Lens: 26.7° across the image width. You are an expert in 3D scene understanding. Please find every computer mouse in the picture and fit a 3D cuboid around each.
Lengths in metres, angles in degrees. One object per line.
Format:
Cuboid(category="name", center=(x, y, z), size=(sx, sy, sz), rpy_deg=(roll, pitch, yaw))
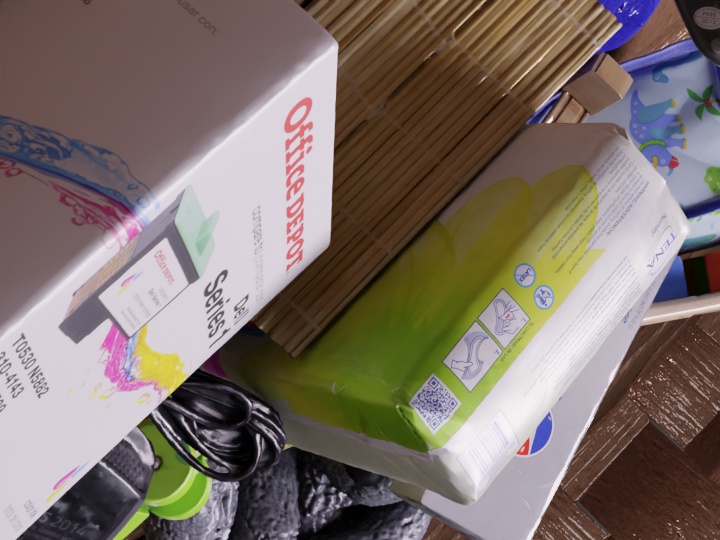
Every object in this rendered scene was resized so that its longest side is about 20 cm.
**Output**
Cuboid(category="computer mouse", center=(-0.138, 0.094, 0.622), size=(0.200, 0.053, 0.138), rpy_deg=(-47, 128, 11))

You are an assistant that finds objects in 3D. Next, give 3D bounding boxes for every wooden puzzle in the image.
Cuboid(category="wooden puzzle", center=(0.192, 0.014, 0.974), size=(0.198, 0.047, 0.185), rpy_deg=(-14, 179, -22))

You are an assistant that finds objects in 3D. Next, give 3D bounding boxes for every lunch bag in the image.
Cuboid(category="lunch bag", center=(0.148, -0.058, 0.969), size=(0.198, 0.129, 0.170), rpy_deg=(-20, 169, 11))

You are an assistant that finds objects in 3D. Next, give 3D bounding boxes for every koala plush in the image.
Cuboid(category="koala plush", center=(0.003, 0.107, 0.913), size=(0.201, 0.177, 0.184), rpy_deg=(-54, 175, 22))

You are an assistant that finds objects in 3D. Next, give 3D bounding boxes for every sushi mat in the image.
Cuboid(category="sushi mat", center=(0.007, -0.066, 0.602), size=(0.200, 0.096, 0.012), rpy_deg=(-45, -175, -13))

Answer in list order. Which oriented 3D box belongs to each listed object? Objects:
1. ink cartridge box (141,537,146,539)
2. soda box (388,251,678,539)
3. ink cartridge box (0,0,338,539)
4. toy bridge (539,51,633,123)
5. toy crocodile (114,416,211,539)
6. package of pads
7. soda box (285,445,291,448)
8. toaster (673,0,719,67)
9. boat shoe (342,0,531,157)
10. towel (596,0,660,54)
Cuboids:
Cuboid(category="ink cartridge box", center=(-0.092, 0.266, 0.946), size=(0.076, 0.200, 0.147), rpy_deg=(-55, 163, 29))
Cuboid(category="soda box", center=(0.096, 0.051, 0.831), size=(0.201, 0.068, 0.063), rpy_deg=(-62, -168, -9))
Cuboid(category="ink cartridge box", center=(-0.102, 0.000, 0.474), size=(0.200, 0.084, 0.145), rpy_deg=(-44, 165, -19))
Cuboid(category="toy bridge", center=(0.084, -0.030, 0.826), size=(0.201, 0.027, 0.067), rpy_deg=(-60, -165, -26))
Cuboid(category="toy crocodile", center=(-0.134, 0.119, 0.751), size=(0.200, 0.062, 0.068), rpy_deg=(-41, 165, -8))
Cuboid(category="package of pads", center=(0.026, 0.008, 0.642), size=(0.155, 0.068, 0.199), rpy_deg=(-48, -154, -19))
Cuboid(category="soda box", center=(0.000, 0.000, 0.803), size=(0.201, 0.064, 0.068), rpy_deg=(-51, 166, 13))
Cuboid(category="toaster", center=(0.188, -0.189, 0.686), size=(0.113, 0.202, 0.129), rpy_deg=(-18, -177, 26))
Cuboid(category="boat shoe", center=(-0.011, -0.058, 0.650), size=(0.200, 0.072, 0.076), rpy_deg=(-40, -179, -6))
Cuboid(category="towel", center=(0.124, -0.156, 0.789), size=(0.199, 0.049, 0.148), rpy_deg=(-27, 153, -54))
